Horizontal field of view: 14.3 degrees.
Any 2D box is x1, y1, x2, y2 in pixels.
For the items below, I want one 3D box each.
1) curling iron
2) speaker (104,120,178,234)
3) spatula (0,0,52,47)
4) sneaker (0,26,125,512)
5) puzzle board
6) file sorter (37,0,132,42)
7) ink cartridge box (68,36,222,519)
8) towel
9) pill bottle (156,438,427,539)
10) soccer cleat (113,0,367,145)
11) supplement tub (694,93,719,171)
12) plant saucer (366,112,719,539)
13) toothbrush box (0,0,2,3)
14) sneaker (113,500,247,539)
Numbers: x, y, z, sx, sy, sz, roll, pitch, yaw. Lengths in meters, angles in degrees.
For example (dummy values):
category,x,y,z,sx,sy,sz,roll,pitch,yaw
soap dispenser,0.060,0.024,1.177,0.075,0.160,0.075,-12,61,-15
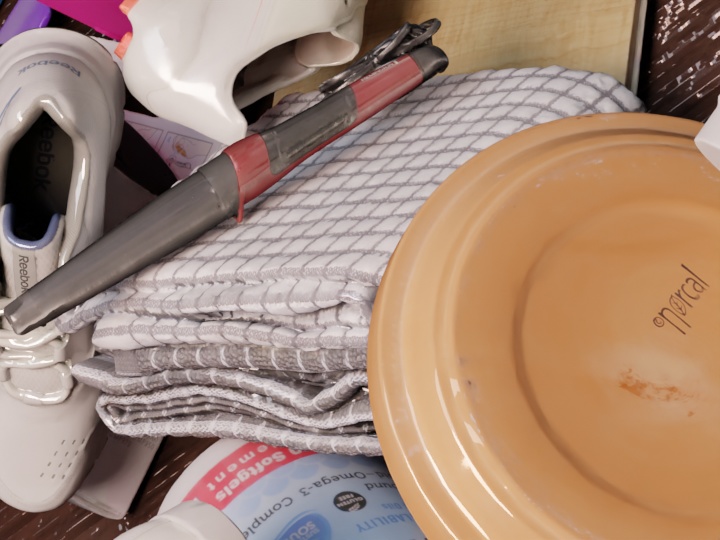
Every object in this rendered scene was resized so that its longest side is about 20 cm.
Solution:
category,x,y,z,sx,sy,sz,roll,pitch,yaw
curling iron,-0.046,-0.032,1.068,0.200,0.026,0.050,-36,1,-17
speaker,-0.169,0.012,1.243,0.200,0.081,0.081,-47,45,11
spatula,-0.169,-0.097,1.340,0.057,0.021,0.200,-55,7,12
sneaker,-0.135,0.006,1.155,0.087,0.074,0.200,-90,1,-73
puzzle board,0.043,-0.112,1.200,0.200,0.017,0.151,-8,66,42
file sorter,-0.117,-0.186,1.246,0.139,0.200,0.126,13,80,55
ink cartridge box,-0.125,-0.002,1.306,0.162,0.057,0.200,17,73,48
towel,0.000,0.000,1.089,0.200,0.086,0.166,-4,28,44
pill bottle,0.010,0.145,1.048,0.109,0.109,0.200,-57,44,9
soccer cleat,-0.016,-0.126,1.181,0.078,0.069,0.200,38,65,14
supplement tub,0.212,-0.086,0.905,0.200,0.145,0.145,-54,43,1
plant saucer,0.102,0.034,0.952,0.032,0.200,0.201,117,154,-60
toothbrush box,-0.277,-0.207,1.429,0.146,0.200,0.085,31,96,48
sneaker,-0.044,0.183,0.963,0.073,0.085,0.200,-33,85,51
